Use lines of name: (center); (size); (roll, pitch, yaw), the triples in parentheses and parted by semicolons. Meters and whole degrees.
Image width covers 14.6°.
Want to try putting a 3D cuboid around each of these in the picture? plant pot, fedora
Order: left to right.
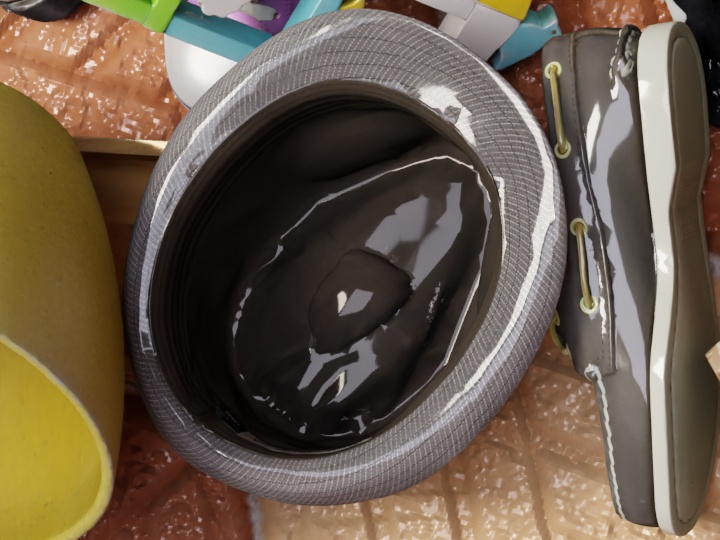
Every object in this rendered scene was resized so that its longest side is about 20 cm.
plant pot: (-0.177, 0.004, 1.118); (0.199, 0.200, 0.142); (2, 51, 18)
fedora: (0.000, 0.000, 1.135); (0.177, 0.090, 0.200); (33, 96, 17)

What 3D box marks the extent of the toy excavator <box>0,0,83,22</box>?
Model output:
toy excavator: (-0.214, -0.172, 1.224); (0.200, 0.100, 0.195); (32, 97, 31)

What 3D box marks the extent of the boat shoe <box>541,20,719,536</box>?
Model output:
boat shoe: (0.105, 0.004, 1.111); (0.060, 0.072, 0.202); (-2, 91, 23)

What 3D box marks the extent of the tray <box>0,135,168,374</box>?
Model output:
tray: (-0.157, -0.010, 1.215); (0.199, 0.037, 0.099); (4, 88, 19)

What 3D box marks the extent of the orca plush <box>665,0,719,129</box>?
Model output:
orca plush: (0.173, -0.084, 1.095); (0.105, 0.071, 0.201); (-29, 79, 14)

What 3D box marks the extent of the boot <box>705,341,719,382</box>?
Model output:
boot: (0.229, 0.072, 1.073); (0.200, 0.075, 0.107); (39, 95, 7)

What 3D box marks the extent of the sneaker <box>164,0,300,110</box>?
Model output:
sneaker: (-0.043, -0.160, 1.148); (0.072, 0.114, 0.201); (22, 95, 16)

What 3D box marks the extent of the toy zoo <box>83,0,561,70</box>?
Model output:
toy zoo: (-0.004, -0.132, 1.117); (0.199, 0.020, 0.131); (19, 119, -24)
